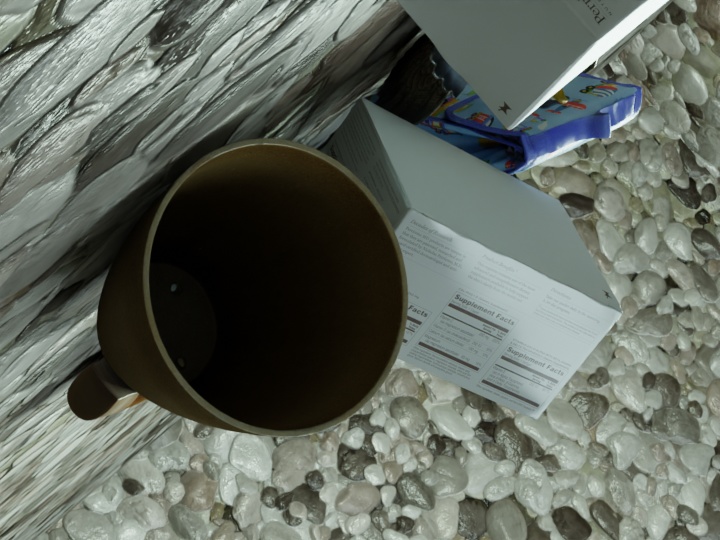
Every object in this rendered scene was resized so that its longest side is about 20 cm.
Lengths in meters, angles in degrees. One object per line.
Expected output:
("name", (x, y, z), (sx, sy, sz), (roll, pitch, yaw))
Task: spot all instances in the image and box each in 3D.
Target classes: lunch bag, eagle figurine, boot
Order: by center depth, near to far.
("eagle figurine", (0.111, -0.185, 1.429), (0.198, 0.151, 0.153), (-10, 122, -18))
("lunch bag", (0.122, -0.113, 1.528), (0.199, 0.095, 0.150), (5, -159, 45))
("boot", (-0.163, 0.065, 1.721), (0.200, 0.077, 0.155), (-39, 177, 23))

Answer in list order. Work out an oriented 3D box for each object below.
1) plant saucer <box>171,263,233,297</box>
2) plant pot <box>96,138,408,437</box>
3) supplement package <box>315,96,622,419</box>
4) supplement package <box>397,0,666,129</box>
("plant saucer", (-0.085, 0.041, 1.434), (0.200, 0.199, 0.028), (134, -33, -61))
("plant pot", (-0.098, 0.023, 1.252), (0.186, 0.187, 0.200), (-39, -168, -29))
("supplement package", (0.064, -0.009, 1.375), (0.111, 0.199, 0.156), (-52, -149, 21))
("supplement package", (0.140, -0.206, 1.195), (0.200, 0.121, 0.120), (-40, 178, -34))
